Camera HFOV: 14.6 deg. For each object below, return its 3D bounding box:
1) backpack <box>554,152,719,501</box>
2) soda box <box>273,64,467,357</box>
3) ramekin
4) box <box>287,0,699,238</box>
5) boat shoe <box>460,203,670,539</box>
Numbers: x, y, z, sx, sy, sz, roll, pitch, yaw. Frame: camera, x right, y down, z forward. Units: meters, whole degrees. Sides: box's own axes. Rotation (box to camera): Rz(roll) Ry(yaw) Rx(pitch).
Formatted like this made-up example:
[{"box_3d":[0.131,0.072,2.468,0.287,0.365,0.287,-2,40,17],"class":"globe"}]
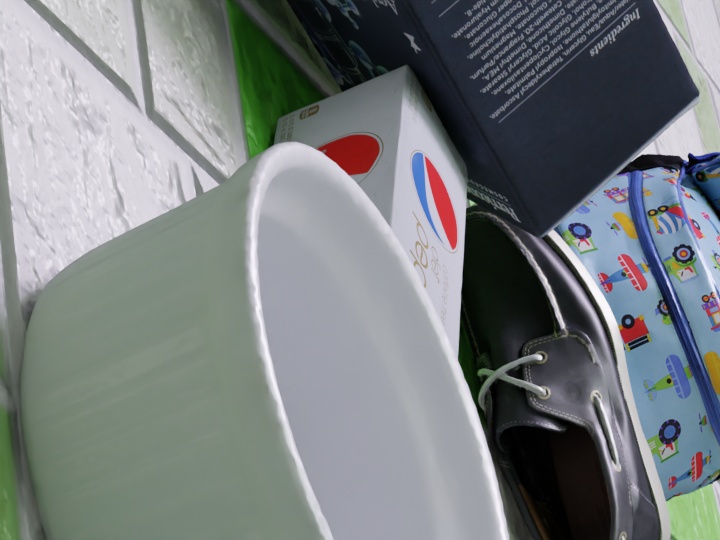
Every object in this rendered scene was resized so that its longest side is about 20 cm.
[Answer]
[{"box_3d":[0.166,0.026,1.478,0.200,0.134,0.184,1,69,-83],"class":"backpack"},{"box_3d":[0.000,0.000,1.164,0.064,0.068,0.200,58,21,-29],"class":"soda box"},{"box_3d":[-0.031,0.067,0.950,0.201,0.097,0.201,56,21,-35],"class":"ramekin"},{"box_3d":[0.038,-0.138,1.268,0.148,0.107,0.200,31,-22,54],"class":"box"},{"box_3d":[0.089,0.058,1.367,0.067,0.072,0.201,-8,75,-56],"class":"boat shoe"}]
